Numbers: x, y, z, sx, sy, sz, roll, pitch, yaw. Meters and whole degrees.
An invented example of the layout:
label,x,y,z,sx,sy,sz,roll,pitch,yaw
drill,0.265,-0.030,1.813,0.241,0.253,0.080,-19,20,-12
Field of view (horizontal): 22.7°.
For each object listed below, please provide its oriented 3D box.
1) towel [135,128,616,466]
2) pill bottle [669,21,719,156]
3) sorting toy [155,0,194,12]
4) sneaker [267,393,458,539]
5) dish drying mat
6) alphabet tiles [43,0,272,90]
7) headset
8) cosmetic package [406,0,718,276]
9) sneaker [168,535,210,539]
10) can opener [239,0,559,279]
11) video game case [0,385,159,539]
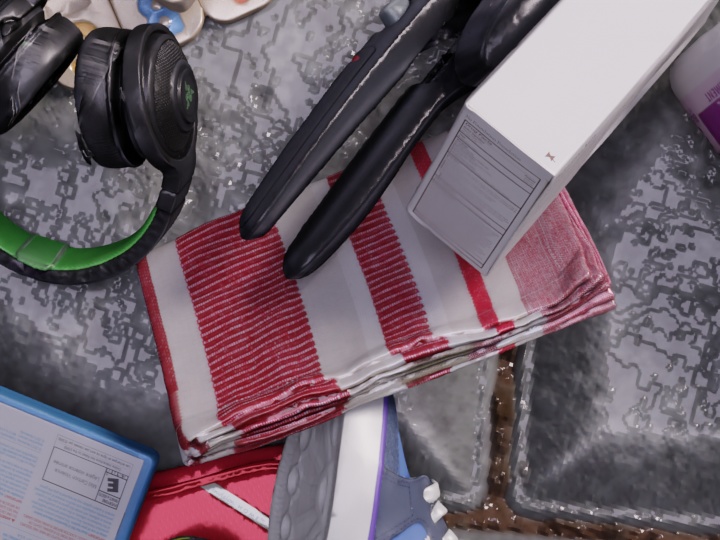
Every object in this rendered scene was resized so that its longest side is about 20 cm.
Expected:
label,x,y,z,sx,sy,sz,roll,pitch,yaw
towel,0.000,0.000,0.802,0.198,0.023,0.145,-21,41,0
pill bottle,0.237,-0.041,0.797,0.112,0.112,0.201,-36,85,-1
sorting toy,-0.115,-0.261,0.831,0.199,0.070,0.200,33,86,6
sneaker,0.037,0.147,0.808,0.145,0.080,0.202,9,81,-23
dish drying mat,-0.109,0.138,0.841,0.198,0.018,0.078,-14,87,0
alphabet tiles,-0.130,-0.197,0.868,0.199,0.015,0.197,-24,86,-1
headset,-0.133,-0.083,0.795,0.122,0.094,0.202,17,115,6
cosmetic package,0.102,-0.093,0.775,0.051,0.083,0.200,40,56,5
sneaker,-0.098,0.217,0.797,0.073,0.081,0.202,19,93,-4
can opener,0.016,-0.081,0.812,0.063,0.079,0.200,45,75,0
video game case,-0.192,0.150,0.824,0.142,0.018,0.202,21,96,1
